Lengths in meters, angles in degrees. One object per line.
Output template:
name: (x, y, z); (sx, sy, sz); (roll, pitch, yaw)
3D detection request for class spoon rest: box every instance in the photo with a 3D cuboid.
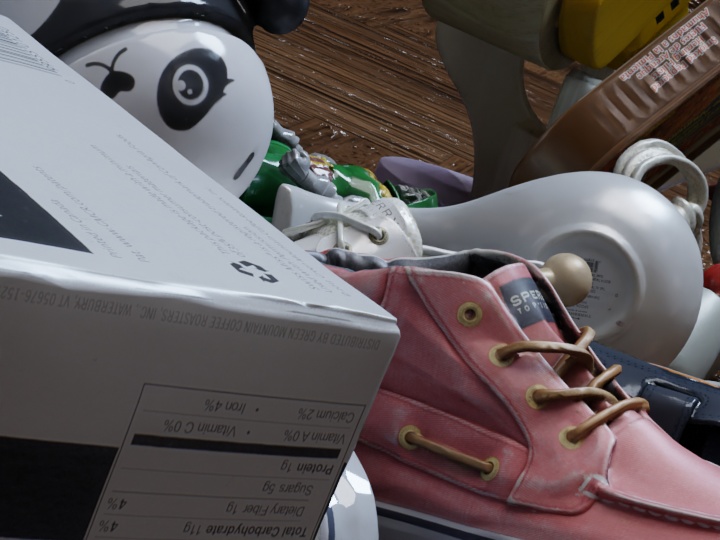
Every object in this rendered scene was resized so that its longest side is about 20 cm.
spoon rest: (0.059, -0.005, 0.935); (0.198, 0.100, 0.061); (12, 8, 7)

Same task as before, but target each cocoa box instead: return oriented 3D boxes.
cocoa box: (-0.113, 0.021, 0.469); (0.133, 0.132, 0.200); (10, 19, -41)

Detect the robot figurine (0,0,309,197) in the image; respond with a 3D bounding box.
robot figurine: (-0.114, -0.105, 0.858); (0.124, 0.150, 0.201); (1, 54, -44)

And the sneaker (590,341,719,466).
sneaker: (0.082, 0.064, 0.724); (0.199, 0.079, 0.079); (20, 4, 43)

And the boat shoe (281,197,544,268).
boat shoe: (0.000, 0.000, 0.846); (0.198, 0.070, 0.071); (13, 19, -31)

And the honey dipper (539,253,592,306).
honey dipper: (0.011, 0.009, 0.795); (0.198, 0.038, 0.038); (-7, 28, -32)

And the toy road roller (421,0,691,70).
toy road roller: (0.124, -0.159, 1.110); (0.122, 0.147, 0.200); (28, 53, 29)

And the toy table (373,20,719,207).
toy table: (0.116, -0.061, 1.154); (0.198, 0.118, 0.184); (20, 14, -4)

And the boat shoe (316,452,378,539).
boat shoe: (-0.074, 0.037, 0.617); (0.085, 0.075, 0.202); (8, 29, -33)

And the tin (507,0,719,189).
tin: (0.153, -0.080, 1.017); (0.042, 0.199, 0.112); (47, -15, 20)

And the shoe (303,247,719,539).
shoe: (0.056, 0.045, 0.604); (0.198, 0.092, 0.071); (8, 10, 28)

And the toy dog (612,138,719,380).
toy dog: (0.177, -0.011, 1.025); (0.199, 0.133, 0.096); (-19, 6, -37)

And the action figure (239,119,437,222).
action figure: (-0.047, -0.047, 0.987); (0.198, 0.055, 0.118); (14, 22, -30)
